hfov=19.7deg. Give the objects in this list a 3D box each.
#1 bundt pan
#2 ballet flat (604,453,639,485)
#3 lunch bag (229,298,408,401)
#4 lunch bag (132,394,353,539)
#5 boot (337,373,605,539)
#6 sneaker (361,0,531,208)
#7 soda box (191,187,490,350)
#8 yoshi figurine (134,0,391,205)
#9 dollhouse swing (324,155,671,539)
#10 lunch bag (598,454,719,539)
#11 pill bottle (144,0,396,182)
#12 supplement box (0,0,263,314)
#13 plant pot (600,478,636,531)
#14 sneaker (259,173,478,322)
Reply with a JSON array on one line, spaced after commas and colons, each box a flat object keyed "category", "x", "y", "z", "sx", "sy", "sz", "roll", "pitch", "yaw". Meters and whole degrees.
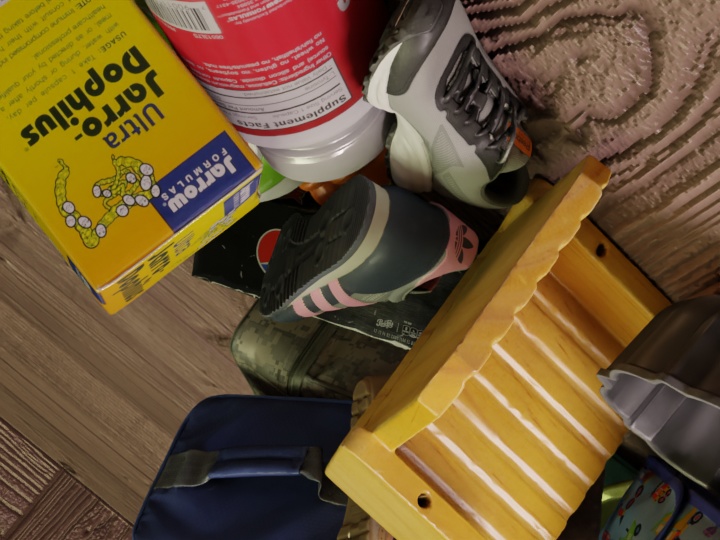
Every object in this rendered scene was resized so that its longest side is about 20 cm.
[{"category": "bundt pan", "x": 0.231, "y": 0.082, "z": 1.120, "sx": 0.202, "sy": 0.076, "sz": 0.202, "roll": 33, "pitch": 168, "yaw": 8}, {"category": "ballet flat", "x": 0.207, "y": 0.186, "z": 1.456, "sx": 0.200, "sy": 0.070, "sz": 0.067, "roll": 29, "pitch": 160, "yaw": 27}, {"category": "lunch bag", "x": 0.028, "y": 0.079, "z": 1.432, "sx": 0.168, "sy": 0.139, "sz": 0.200, "roll": 32, "pitch": 162, "yaw": 28}, {"category": "lunch bag", "x": -0.039, "y": 0.161, "z": 1.344, "sx": 0.200, "sy": 0.136, "sz": 0.132, "roll": -1, "pitch": 145, "yaw": 36}, {"category": "boot", "x": 0.070, "y": 0.160, "z": 1.247, "sx": 0.166, "sy": 0.200, "sz": 0.072, "roll": 8, "pitch": 172, "yaw": -21}, {"category": "sneaker", "x": 0.052, "y": -0.092, "z": 1.095, "sx": 0.079, "sy": 0.074, "sz": 0.200, "roll": 23, "pitch": 164, "yaw": 18}, {"category": "soda box", "x": -0.006, "y": -0.005, "z": 1.318, "sx": 0.200, "sy": 0.071, "sz": 0.063, "roll": 18, "pitch": -161, "yaw": 24}, {"category": "yoshi figurine", "x": -0.065, "y": -0.122, "z": 1.244, "sx": 0.200, "sy": 0.112, "sz": 0.112, "roll": 31, "pitch": -153, "yaw": -22}, {"category": "dollhouse swing", "x": 0.106, "y": 0.063, "z": 1.145, "sx": 0.182, "sy": 0.200, "sz": 0.176, "roll": 44, "pitch": 157, "yaw": -16}, {"category": "lunch bag", "x": 0.178, "y": 0.202, "z": 1.233, "sx": 0.094, "sy": 0.151, "sz": 0.200, "roll": 29, "pitch": -177, "yaw": -20}, {"category": "pill bottle", "x": -0.047, "y": -0.137, "z": 1.091, "sx": 0.112, "sy": 0.112, "sz": 0.200, "roll": 27, "pitch": 159, "yaw": 33}, {"category": "supplement box", "x": -0.153, "y": -0.091, "z": 1.102, "sx": 0.200, "sy": 0.110, "sz": 0.109, "roll": 52, "pitch": 173, "yaw": 4}, {"category": "plant pot", "x": 0.201, "y": 0.271, "z": 1.348, "sx": 0.200, "sy": 0.190, "sz": 0.200, "roll": 6, "pitch": 133, "yaw": 6}, {"category": "sneaker", "x": 0.000, "y": 0.000, "z": 1.216, "sx": 0.082, "sy": 0.070, "sz": 0.200, "roll": 17, "pitch": 167, "yaw": -17}]
